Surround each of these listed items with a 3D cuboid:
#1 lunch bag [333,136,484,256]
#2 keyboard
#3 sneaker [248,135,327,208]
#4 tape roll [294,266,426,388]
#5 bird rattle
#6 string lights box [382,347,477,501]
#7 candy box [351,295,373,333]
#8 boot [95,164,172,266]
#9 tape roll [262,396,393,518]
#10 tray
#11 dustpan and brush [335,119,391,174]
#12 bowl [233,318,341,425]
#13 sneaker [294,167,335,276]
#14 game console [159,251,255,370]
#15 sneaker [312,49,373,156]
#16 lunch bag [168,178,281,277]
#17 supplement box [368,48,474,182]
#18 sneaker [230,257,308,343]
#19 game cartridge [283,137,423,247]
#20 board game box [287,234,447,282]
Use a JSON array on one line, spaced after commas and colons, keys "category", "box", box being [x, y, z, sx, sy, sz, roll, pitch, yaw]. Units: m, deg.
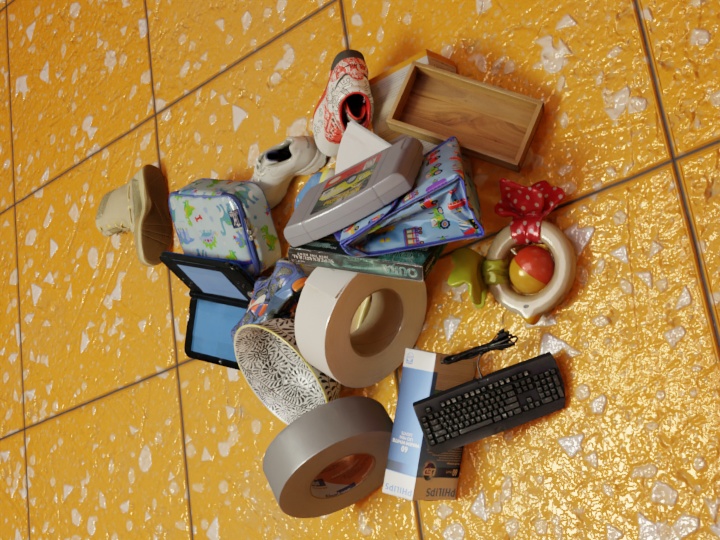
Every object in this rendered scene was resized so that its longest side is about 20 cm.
[{"category": "lunch bag", "box": [0.057, -0.081, 1.526, 0.199, 0.095, 0.151, -21, 25, 11]}, {"category": "keyboard", "box": [0.165, 0.154, 1.499, 0.199, 0.021, 0.128, -21, 83, 5]}, {"category": "sneaker", "box": [-0.146, -0.168, 1.882, 0.200, 0.087, 0.075, -39, 60, 31]}, {"category": "tape roll", "box": [0.002, 0.063, 1.622, 0.071, 0.202, 0.204, 28, 100, 42]}, {"category": "bird rattle", "box": [0.224, -0.020, 1.535, 0.200, 0.113, 0.163, -49, 64, 8]}, {"category": "string lights box", "box": [0.098, 0.215, 1.571, 0.059, 0.102, 0.202, 7, 86, 41]}, {"category": "candy box", "box": [0.000, 0.000, 1.735, 0.115, 0.055, 0.202, 23, 96, 44]}, {"category": "boot", "box": [-0.432, -0.082, 2.133, 0.155, 0.073, 0.202, -24, 65, 36]}, {"category": "tape roll", "box": [-0.038, 0.269, 1.619, 0.200, 0.199, 0.066, -48, 52, 24]}, {"category": "tray", "box": [0.147, -0.217, 1.590, 0.199, 0.037, 0.099, 21, 80, 18]}, {"category": "dustpan and brush", "box": [0.002, -0.102, 1.673, 0.139, 0.057, 0.201, 36, 108, 35]}, {"category": "bowl", "box": [-0.094, 0.143, 1.744, 0.200, 0.094, 0.202, 30, 140, 28]}, {"category": "sneaker", "box": [-0.067, -0.068, 1.814, 0.105, 0.075, 0.202, 24, 98, 61]}, {"category": "game console", "box": [-0.253, 0.069, 1.910, 0.199, 0.171, 0.119, 8, 60, 39]}, {"category": "sneaker", "box": [-0.029, -0.228, 1.740, 0.202, 0.067, 0.108, 108, 159, -44]}, {"category": "lunch bag", "box": [-0.229, -0.069, 1.908, 0.199, 0.082, 0.162, 8, 121, 43]}, {"category": "supplement box", "box": [0.088, -0.208, 1.685, 0.125, 0.073, 0.202, -21, 68, 39]}, {"category": "sneaker", "box": [-0.143, 0.051, 1.794, 0.200, 0.075, 0.079, -42, 62, 34]}, {"category": "game cartridge", "box": [-0.011, -0.103, 1.529, 0.199, 0.041, 0.133, -25, 25, 26]}, {"category": "board game box", "box": [0.015, -0.041, 1.570, 0.198, 0.135, 0.028, 8, 124, 21]}]
